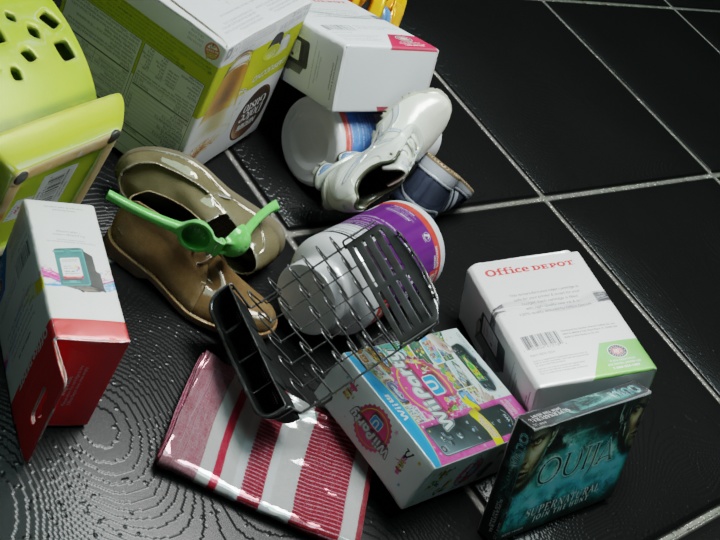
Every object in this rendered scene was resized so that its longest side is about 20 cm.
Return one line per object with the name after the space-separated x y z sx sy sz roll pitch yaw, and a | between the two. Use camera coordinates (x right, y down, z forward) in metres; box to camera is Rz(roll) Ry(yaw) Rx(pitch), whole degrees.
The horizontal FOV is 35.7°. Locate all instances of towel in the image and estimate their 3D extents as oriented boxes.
-0.079 0.166 1.039 0.199 0.023 0.144 27 37 -10 | towel

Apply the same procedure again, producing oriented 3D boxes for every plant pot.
-0.347 -0.127 1.031 0.182 0.200 0.199 45 37 7 | plant pot

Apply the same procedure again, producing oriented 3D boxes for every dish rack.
-0.030 0.040 1.057 0.154 0.199 0.055 60 5 33 | dish rack

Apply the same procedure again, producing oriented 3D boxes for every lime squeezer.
-0.149 -0.047 1.097 0.199 0.038 0.071 0 67 -41 | lime squeezer

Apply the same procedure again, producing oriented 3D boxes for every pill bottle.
0.007 -0.169 1.414 0.199 0.112 0.112 -11 55 -45 | pill bottle
0.000 0.000 1.213 0.112 0.113 0.200 43 37 14 | pill bottle

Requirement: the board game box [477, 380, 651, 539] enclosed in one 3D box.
0.210 0.191 1.135 0.199 0.136 0.028 -9 32 -42 | board game box

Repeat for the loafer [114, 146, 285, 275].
-0.171 -0.062 1.185 0.199 0.076 0.068 27 30 -8 | loafer

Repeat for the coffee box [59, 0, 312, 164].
-0.210 -0.254 1.270 0.200 0.198 0.200 35 36 7 | coffee box

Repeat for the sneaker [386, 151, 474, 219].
0.082 -0.085 1.424 0.070 0.109 0.200 38 6 11 | sneaker

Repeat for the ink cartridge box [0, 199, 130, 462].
-0.257 0.051 0.955 0.067 0.116 0.201 5 45 -34 | ink cartridge box

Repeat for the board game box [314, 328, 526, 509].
0.071 0.143 1.126 0.199 0.064 0.148 -8 51 -51 | board game box

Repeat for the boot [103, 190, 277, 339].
-0.163 -0.004 1.127 0.199 0.076 0.074 34 33 -2 | boot

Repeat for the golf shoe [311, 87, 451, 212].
0.043 -0.131 1.296 0.097 0.200 0.078 33 -18 55 | golf shoe

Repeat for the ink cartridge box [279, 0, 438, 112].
-0.027 -0.267 1.367 0.145 0.084 0.200 -7 32 -37 | ink cartridge box

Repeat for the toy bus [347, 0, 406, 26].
-0.022 -0.373 1.544 0.199 0.136 0.192 23 3 -17 | toy bus

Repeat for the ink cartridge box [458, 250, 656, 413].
0.215 0.078 1.260 0.145 0.084 0.200 -7 42 -16 | ink cartridge box

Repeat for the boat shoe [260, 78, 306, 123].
-0.097 -0.244 1.466 0.065 0.073 0.200 34 31 21 | boat shoe
